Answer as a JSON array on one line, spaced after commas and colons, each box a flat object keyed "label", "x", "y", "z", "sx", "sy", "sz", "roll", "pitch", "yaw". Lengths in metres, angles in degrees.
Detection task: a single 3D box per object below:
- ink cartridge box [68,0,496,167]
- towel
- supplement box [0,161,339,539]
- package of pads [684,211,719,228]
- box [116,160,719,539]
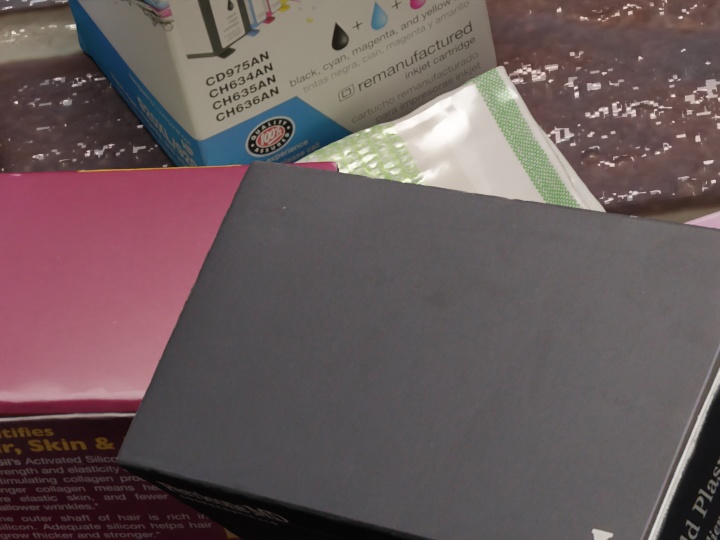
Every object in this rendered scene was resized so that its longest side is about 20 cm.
[{"label": "ink cartridge box", "x": -0.049, "y": -0.163, "z": 1.261, "sx": 0.147, "sy": 0.201, "sz": 0.145, "roll": -27, "pitch": 46, "yaw": -13}, {"label": "towel", "x": 0.000, "y": 0.000, "z": 1.212, "sx": 0.199, "sy": 0.031, "sz": 0.149, "roll": -24, "pitch": 45, "yaw": -9}, {"label": "supplement box", "x": -0.056, "y": 0.063, "z": 1.040, "sx": 0.130, "sy": 0.200, "sz": 0.104, "roll": -1, "pitch": 54, "yaw": 11}, {"label": "package of pads", "x": 0.207, "y": 0.016, "z": 1.115, "sx": 0.199, "sy": 0.076, "sz": 0.121, "roll": -18, "pitch": 47, "yaw": -4}, {"label": "box", "x": 0.068, "y": 0.063, "z": 0.870, "sx": 0.199, "sy": 0.182, "sz": 0.105, "roll": 10, "pitch": 71, "yaw": 43}]
